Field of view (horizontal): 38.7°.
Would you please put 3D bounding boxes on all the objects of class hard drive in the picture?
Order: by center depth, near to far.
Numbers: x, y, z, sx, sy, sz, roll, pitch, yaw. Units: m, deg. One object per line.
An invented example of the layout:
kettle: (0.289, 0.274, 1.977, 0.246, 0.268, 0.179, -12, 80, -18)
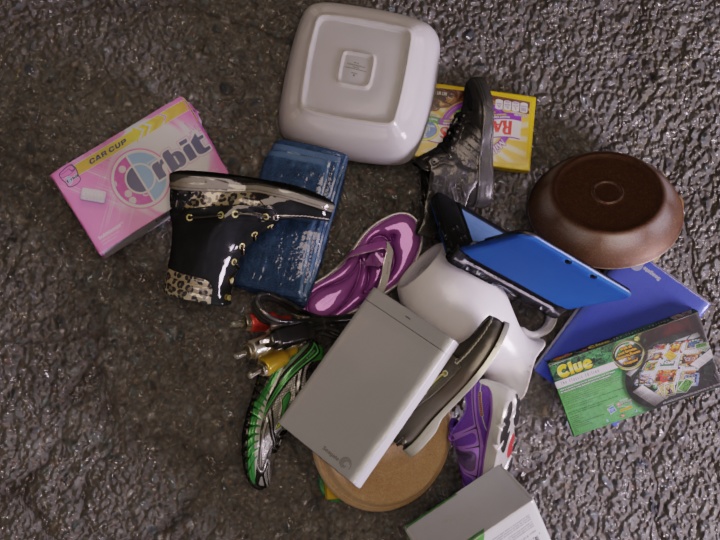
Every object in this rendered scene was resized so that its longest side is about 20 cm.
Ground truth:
hard drive: (0.008, 0.134, 1.206, 0.131, 0.027, 0.201, 32, 84, 32)
hard drive: (0.335, 0.084, 1.320, 0.131, 0.025, 0.201, 34, 103, -2)

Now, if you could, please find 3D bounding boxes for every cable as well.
cable: (-0.070, 0.071, 1.262, 0.198, 0.050, 0.098, -6, 71, -41)

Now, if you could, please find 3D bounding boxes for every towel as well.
towel: (-0.091, -0.062, 1.297, 0.110, 0.049, 0.202, 13, 83, 13)

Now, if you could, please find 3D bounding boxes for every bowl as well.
bowl: (-0.002, -0.246, 1.311, 0.197, 0.075, 0.202, 12, 84, 4)

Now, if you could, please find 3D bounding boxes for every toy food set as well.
toy food set: (0.024, 0.199, 1.279, 0.196, 0.049, 0.203, -2, 92, -23)

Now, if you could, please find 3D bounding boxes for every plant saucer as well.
plant saucer: (0.315, -0.090, 1.314, 0.198, 0.037, 0.202, -4, 49, 4)

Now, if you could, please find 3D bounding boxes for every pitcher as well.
pitcher: (0.155, 0.047, 1.304, 0.200, 0.121, 0.172, 45, 60, -11)

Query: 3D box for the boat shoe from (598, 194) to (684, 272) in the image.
boat shoe: (0.357, -0.027, 1.348, 0.075, 0.074, 0.201, 34, 81, -2)

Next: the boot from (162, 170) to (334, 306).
boot: (-0.140, -0.034, 1.245, 0.201, 0.073, 0.156, 8, 98, -7)

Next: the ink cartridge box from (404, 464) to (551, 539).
ink cartridge box: (0.160, 0.359, 1.233, 0.146, 0.083, 0.201, -31, 120, -10)

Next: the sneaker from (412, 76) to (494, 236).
sneaker: (0.116, -0.146, 1.315, 0.103, 0.060, 0.203, -3, 94, -11)

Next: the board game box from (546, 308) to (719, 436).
board game box: (0.347, 0.131, 1.304, 0.198, 0.023, 0.106, -20, 102, 8)

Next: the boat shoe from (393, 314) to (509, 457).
boat shoe: (0.099, 0.129, 1.217, 0.060, 0.072, 0.202, 38, 102, 2)

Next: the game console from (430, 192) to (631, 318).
game console: (0.203, -0.031, 1.237, 0.199, 0.172, 0.118, 27, 124, -33)

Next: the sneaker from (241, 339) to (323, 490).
sneaker: (-0.096, 0.173, 1.267, 0.084, 0.078, 0.202, 16, 81, -6)

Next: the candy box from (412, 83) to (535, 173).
candy box: (0.133, -0.192, 1.362, 0.197, 0.026, 0.104, 6, 87, -6)

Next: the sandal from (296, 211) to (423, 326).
sandal: (0.005, 0.006, 1.311, 0.202, 0.050, 0.083, -43, 90, -8)

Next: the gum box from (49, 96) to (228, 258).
gum box: (-0.268, -0.118, 1.282, 0.199, 0.066, 0.114, -33, 90, -10)

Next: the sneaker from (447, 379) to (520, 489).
sneaker: (0.145, 0.225, 1.281, 0.083, 0.080, 0.202, 18, 111, 27)
